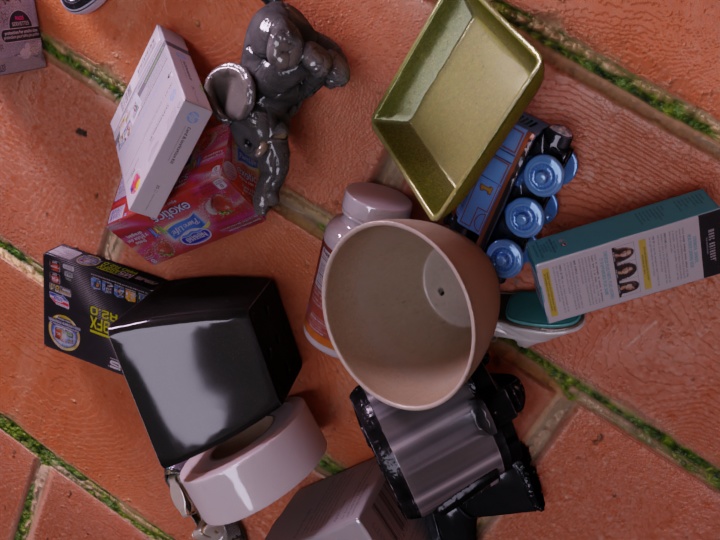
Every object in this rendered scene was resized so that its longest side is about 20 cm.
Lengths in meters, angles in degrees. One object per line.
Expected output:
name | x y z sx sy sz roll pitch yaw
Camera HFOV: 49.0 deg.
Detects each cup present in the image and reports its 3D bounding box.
cup | 0.076 0.032 0.869 0.198 0.142 0.204 13 111 37

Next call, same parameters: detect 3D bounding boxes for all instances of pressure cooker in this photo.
pressure cooker | 0.104 0.179 0.948 0.197 0.177 0.180 -27 131 -5

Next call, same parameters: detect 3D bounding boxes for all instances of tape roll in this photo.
tape roll | -0.147 0.258 1.089 0.200 0.202 0.072 -25 100 27

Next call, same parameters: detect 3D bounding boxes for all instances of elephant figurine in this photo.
elephant figurine | -0.115 -0.201 0.937 0.140 0.156 0.200 29 118 -24

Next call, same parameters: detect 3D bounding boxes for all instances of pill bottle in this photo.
pill bottle | 0.000 0.000 0.983 0.110 0.112 0.203 21 115 13

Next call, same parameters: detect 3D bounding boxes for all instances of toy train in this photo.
toy train | 0.167 -0.084 0.904 0.113 0.086 0.203 31 120 18

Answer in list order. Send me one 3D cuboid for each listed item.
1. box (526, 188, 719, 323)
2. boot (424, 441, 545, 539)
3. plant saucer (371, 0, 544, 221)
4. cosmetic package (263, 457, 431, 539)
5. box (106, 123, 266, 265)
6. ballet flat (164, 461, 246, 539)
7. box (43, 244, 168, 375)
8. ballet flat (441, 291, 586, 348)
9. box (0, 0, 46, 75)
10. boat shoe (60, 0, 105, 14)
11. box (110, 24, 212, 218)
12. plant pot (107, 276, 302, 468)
box | 0.286 -0.015 0.855 0.196 0.049 0.083 -17 121 7
boot | 0.168 0.319 1.063 0.160 0.073 0.201 -18 104 20
plant saucer | 0.108 -0.185 0.859 0.201 0.047 0.201 -57 40 28
cosmetic package | -0.010 0.391 1.103 0.198 0.165 0.166 -29 98 29
box | -0.219 -0.097 1.023 0.197 0.101 0.096 -19 138 26
ballet flat | -0.253 0.384 1.252 0.071 0.072 0.203 -25 99 27
box | -0.389 0.066 1.199 0.197 0.044 0.163 18 114 15
ballet flat | 0.178 0.061 0.970 0.196 0.069 0.071 5 112 24
box | -0.531 -0.309 1.026 0.130 0.200 0.117 4 112 19
boat shoe | -0.332 -0.404 0.987 0.199 0.068 0.072 -41 92 29
box | -0.251 -0.188 0.973 0.041 0.201 0.157 17 119 -34
plant pot | -0.189 0.114 1.066 0.174 0.200 0.203 -15 104 12
